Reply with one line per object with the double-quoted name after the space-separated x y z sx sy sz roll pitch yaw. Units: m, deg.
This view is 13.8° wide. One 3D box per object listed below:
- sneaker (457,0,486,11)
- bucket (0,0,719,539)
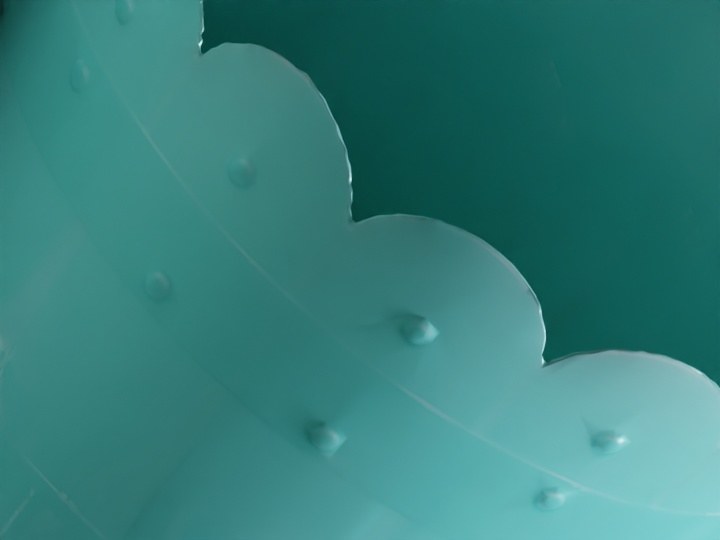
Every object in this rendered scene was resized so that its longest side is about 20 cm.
0.031 -0.131 0.734 0.200 0.078 0.082 -58 175 17 "sneaker"
0.001 -0.001 0.629 0.135 0.207 0.207 -50 177 27 "bucket"
